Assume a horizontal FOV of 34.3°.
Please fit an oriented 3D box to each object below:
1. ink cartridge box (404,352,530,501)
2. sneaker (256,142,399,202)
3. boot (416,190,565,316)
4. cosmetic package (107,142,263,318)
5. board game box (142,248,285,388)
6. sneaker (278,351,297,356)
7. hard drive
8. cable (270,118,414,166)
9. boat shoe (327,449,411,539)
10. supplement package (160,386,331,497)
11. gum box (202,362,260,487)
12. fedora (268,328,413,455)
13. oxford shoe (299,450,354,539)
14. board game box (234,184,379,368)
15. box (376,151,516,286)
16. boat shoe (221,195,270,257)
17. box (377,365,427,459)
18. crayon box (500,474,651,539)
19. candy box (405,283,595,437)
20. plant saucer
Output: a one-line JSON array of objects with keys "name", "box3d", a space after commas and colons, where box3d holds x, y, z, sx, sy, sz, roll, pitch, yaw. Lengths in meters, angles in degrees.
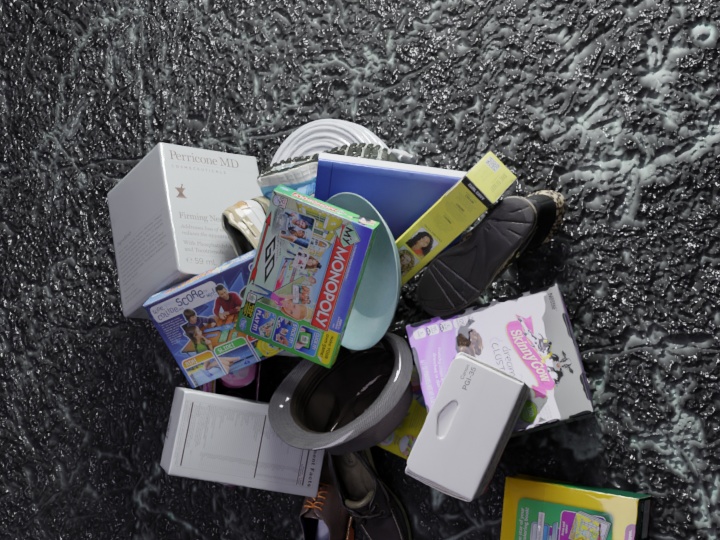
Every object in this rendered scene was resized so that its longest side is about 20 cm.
[{"name": "ink cartridge box", "box3d": [0.126, 0.179, 1.327, 0.083, 0.200, 0.147, 24, 87, 12]}, {"name": "sneaker", "box3d": [-0.036, -0.114, 1.574, 0.200, 0.078, 0.090, -8, 113, 22]}, {"name": "boot", "box3d": [0.169, -0.027, 1.470, 0.073, 0.151, 0.200, 47, 119, 13]}, {"name": "cosmetic package", "box3d": [-0.241, -0.048, 1.663, 0.166, 0.167, 0.200, -34, 61, 44]}, {"name": "board game box", "box3d": [-0.167, 0.060, 1.534, 0.200, 0.034, 0.135, -22, 106, 20]}, {"name": "sneaker", "box3d": [-0.071, 0.062, 1.628, 0.200, 0.074, 0.118, 0, 84, 46]}, {"name": "hard drive", "box3d": [0.038, -0.082, 1.528, 0.200, 0.025, 0.132, 8, 128, -1]}, {"name": "cable", "box3d": [-0.042, -0.112, 1.646, 0.200, 0.069, 0.200, 32, 101, 28]}, {"name": "boat shoe", "box3d": [0.003, 0.303, 1.557, 0.073, 0.065, 0.200, -28, 93, 18]}, {"name": "supplement package", "box3d": [-0.154, 0.229, 1.562, 0.200, 0.110, 0.114, 13, 84, -14]}, {"name": "gum box", "box3d": [-0.189, 0.203, 1.670, 0.066, 0.113, 0.200, 5, 88, -15]}, {"name": "fedora", "box3d": [-0.010, 0.169, 1.494, 0.200, 0.090, 0.177, -45, 39, -13]}, {"name": "oxford shoe", "box3d": [-0.043, 0.313, 1.605, 0.071, 0.073, 0.200, -2, 84, 30]}, {"name": "board game box", "box3d": [-0.068, 0.009, 1.450, 0.135, 0.029, 0.200, 22, 114, 10]}, {"name": "box", "box3d": [0.104, -0.061, 1.448, 0.050, 0.075, 0.200, 45, 134, 0]}, {"name": "boat shoe", "box3d": [-0.129, 0.002, 1.568, 0.075, 0.068, 0.200, -32, 79, 53]}, {"name": "box", "box3d": [0.074, 0.193, 1.565, 0.200, 0.048, 0.117, 22, 95, 32]}, {"name": "crayon box", "box3d": [0.258, 0.364, 1.436, 0.172, 0.058, 0.200, 4, 87, 31]}, {"name": "candy box", "box3d": [0.176, 0.125, 1.467, 0.200, 0.072, 0.168, -17, 76, 10]}, {"name": "plant saucer", "box3d": [0.000, 0.000, 1.486, 0.201, 0.039, 0.201, 12, 105, 52]}]
